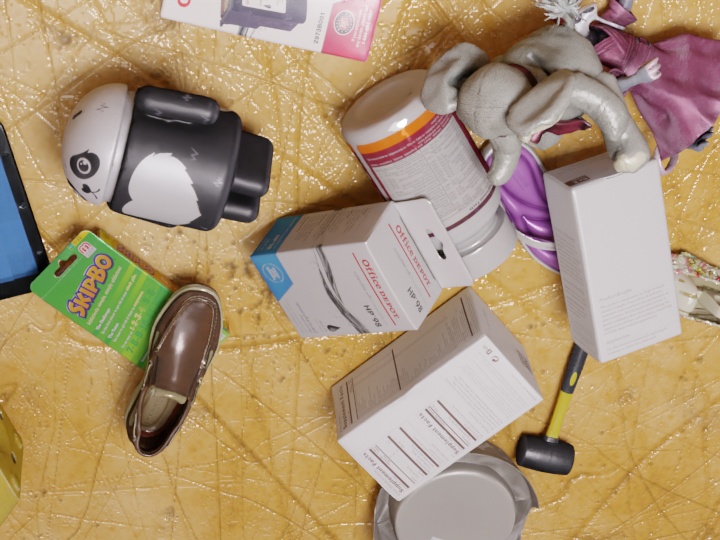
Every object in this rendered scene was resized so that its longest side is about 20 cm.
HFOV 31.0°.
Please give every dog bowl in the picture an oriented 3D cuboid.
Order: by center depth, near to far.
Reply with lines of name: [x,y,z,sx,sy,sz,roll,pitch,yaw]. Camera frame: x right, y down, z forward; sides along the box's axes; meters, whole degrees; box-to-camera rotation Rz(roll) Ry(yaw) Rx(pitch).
dog bowl: [0.109,0.282,1.530,0.199,0.059,0.201,-2,117,-4]

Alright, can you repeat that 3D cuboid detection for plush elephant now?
plush elephant: [0.154,-0.153,1.210,0.155,0.165,0.201,-36,130,-22]

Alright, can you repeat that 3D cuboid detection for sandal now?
sandal: [0.194,-0.055,1.368,0.082,0.050,0.203,-41,115,15]

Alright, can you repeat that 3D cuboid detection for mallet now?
mallet: [0.225,0.143,1.487,0.066,0.041,0.201,5,112,-6]

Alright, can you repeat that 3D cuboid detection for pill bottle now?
pill bottle: [0.073,-0.092,1.302,0.109,0.110,0.200,-29,117,9]

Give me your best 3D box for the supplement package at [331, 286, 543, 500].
supplement package: [0.080,0.134,1.419,0.200,0.114,0.110,-37,114,14]

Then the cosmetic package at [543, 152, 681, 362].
cosmetic package: [0.260,-0.016,1.336,0.101,0.074,0.201,-18,112,-13]

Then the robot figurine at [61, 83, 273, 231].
robot figurine: [-0.188,-0.107,1.256,0.199,0.125,0.151,13,103,-13]

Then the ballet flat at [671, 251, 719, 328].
ballet flat: [0.373,0.027,1.424,0.199,0.064,0.076,12,116,-12]

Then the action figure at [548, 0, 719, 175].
action figure: [0.270,-0.208,1.289,0.199,0.134,0.149,23,151,-8]

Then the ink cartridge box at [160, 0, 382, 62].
ink cartridge box: [-0.076,-0.290,1.196,0.199,0.084,0.145,10,115,-11]

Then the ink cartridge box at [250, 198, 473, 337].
ink cartridge box: [0.000,0.000,1.308,0.199,0.067,0.116,-7,125,40]

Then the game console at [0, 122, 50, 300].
game console: [-0.419,-0.029,1.282,0.118,0.171,0.201,1,121,24]

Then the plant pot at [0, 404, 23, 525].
plant pot: [-0.468,0.204,1.359,0.199,0.194,0.196,-23,118,-1]

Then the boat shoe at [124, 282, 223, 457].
boat shoe: [-0.193,0.112,1.370,0.074,0.075,0.203,14,117,-17]

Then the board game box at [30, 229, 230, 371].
board game box: [-0.243,0.039,1.377,0.096,0.030,0.200,-43,120,15]
